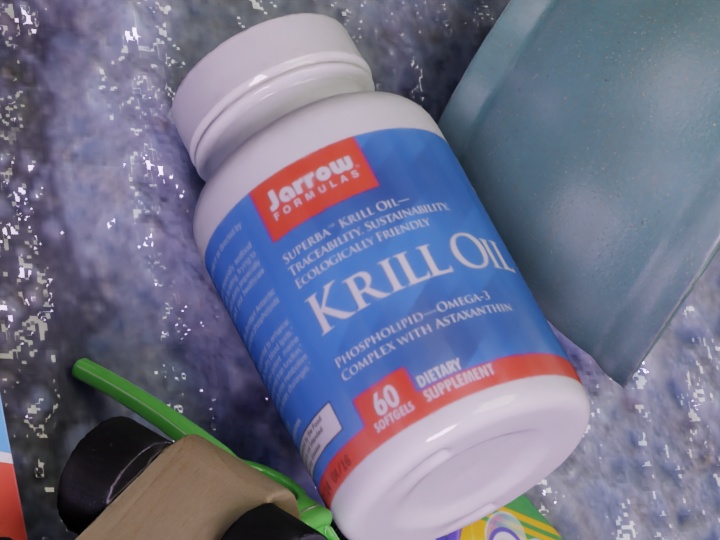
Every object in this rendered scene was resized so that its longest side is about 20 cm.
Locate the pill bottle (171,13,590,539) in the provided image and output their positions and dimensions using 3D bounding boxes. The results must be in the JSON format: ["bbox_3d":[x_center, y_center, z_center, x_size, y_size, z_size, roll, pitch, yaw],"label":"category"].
[{"bbox_3d":[0.000,0.000,1.078,0.112,0.112,0.200,-7,58,-41],"label":"pill bottle"}]

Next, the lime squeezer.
[{"bbox_3d":[-0.038,0.107,1.039,0.038,0.071,0.200,-25,83,-42],"label":"lime squeezer"}]

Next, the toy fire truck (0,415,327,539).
[{"bbox_3d":[-0.072,0.185,0.974,0.176,0.128,0.200,-45,147,-27],"label":"toy fire truck"}]

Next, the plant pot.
[{"bbox_3d":[0.117,-0.068,1.189,0.134,0.200,0.200,34,51,6],"label":"plant pot"}]

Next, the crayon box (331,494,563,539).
[{"bbox_3d":[0.060,0.178,1.127,0.200,0.052,0.126,49,50,-16],"label":"crayon box"}]

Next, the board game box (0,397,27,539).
[{"bbox_3d":[-0.217,0.061,0.942,0.200,0.040,0.154,-4,77,-41],"label":"board game box"}]
